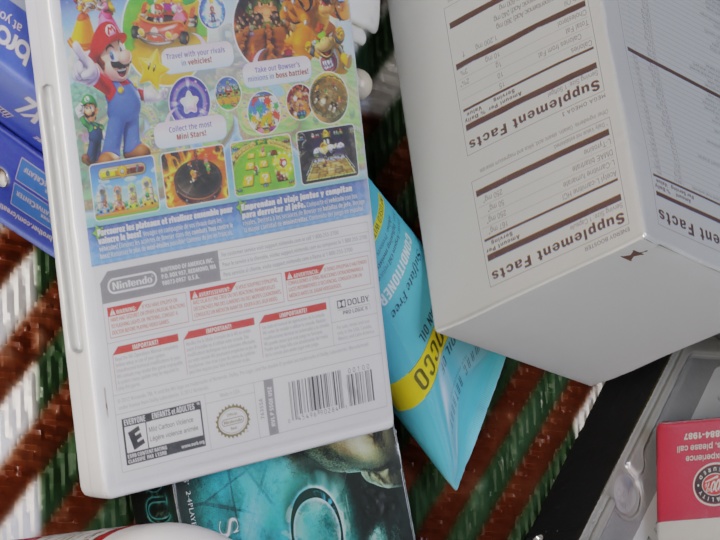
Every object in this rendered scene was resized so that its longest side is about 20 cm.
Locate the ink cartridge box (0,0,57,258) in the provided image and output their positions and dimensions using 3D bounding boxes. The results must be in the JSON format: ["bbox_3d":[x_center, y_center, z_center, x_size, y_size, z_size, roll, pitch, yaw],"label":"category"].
[{"bbox_3d":[-0.112,-0.116,1.022,0.119,0.042,0.201,37,57,-39],"label":"ink cartridge box"}]

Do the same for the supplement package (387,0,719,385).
[{"bbox_3d":[0.091,-0.070,1.169,0.114,0.109,0.201,21,54,-45],"label":"supplement package"}]

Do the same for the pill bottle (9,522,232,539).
[{"bbox_3d":[-0.087,0.138,0.867,0.112,0.199,0.113,14,72,-48],"label":"pill bottle"}]

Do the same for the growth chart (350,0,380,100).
[{"bbox_3d":[-0.018,-0.168,1.133,0.145,0.018,0.201,36,55,-61],"label":"growth chart"}]

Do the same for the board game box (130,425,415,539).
[{"bbox_3d":[-0.022,0.151,1.078,0.135,0.028,0.201,-10,89,-50],"label":"board game box"}]

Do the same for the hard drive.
[{"bbox_3d":[0.143,0.126,1.275,0.140,0.038,0.200,56,46,-26],"label":"hard drive"}]

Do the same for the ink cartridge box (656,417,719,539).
[{"bbox_3d":[0.208,0.163,1.200,0.084,0.144,0.201,13,74,-49],"label":"ink cartridge box"}]

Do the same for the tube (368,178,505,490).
[{"bbox_3d":[0.000,0.000,1.129,0.200,0.050,0.078,51,53,-36],"label":"tube"}]

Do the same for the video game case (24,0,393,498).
[{"bbox_3d":[-0.053,-0.028,1.023,0.143,0.018,0.201,-11,98,-41],"label":"video game case"}]
